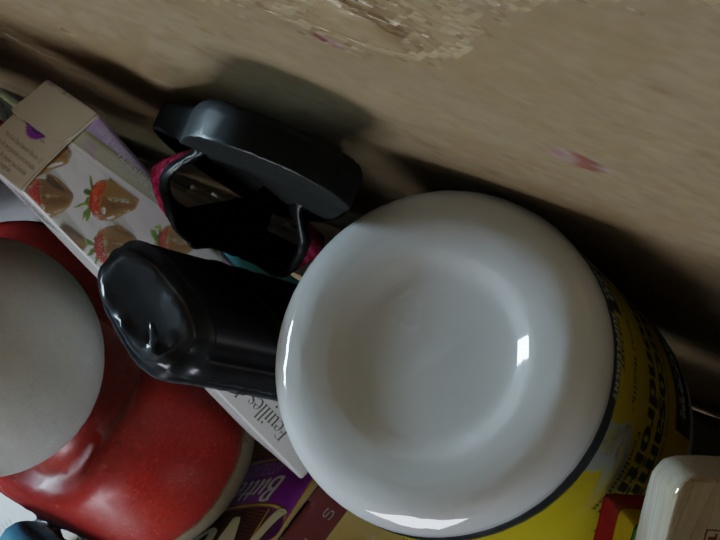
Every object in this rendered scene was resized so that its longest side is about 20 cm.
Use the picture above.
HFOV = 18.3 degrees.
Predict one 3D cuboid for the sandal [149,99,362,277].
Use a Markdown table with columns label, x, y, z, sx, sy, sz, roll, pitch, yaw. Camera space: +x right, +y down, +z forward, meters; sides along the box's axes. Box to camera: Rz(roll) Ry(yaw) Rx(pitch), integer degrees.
| label | x | y | z | sx | sy | sz | roll | pitch | yaw |
| --- | --- | --- | --- | --- | --- | --- | --- | --- | --- |
| sandal | -0.040 | -0.025 | 0.748 | 0.075 | 0.045 | 0.200 | 21 | 179 | -4 |

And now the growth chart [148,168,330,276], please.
| label | x | y | z | sx | sy | sz | roll | pitch | yaw |
| --- | --- | --- | --- | --- | --- | --- | --- | --- | --- |
| growth chart | 0.000 | 0.000 | 0.911 | 0.145 | 0.018 | 0.200 | 25 | -177 | 39 |

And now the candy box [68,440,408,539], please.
| label | x | y | z | sx | sy | sz | roll | pitch | yaw |
| --- | --- | --- | --- | --- | --- | --- | --- | --- | --- |
| candy box | -0.066 | 0.129 | 0.985 | 0.056 | 0.117 | 0.200 | 40 | 172 | -20 |

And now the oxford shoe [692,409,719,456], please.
| label | x | y | z | sx | sy | sz | roll | pitch | yaw |
| --- | --- | --- | --- | --- | --- | --- | --- | --- | --- |
| oxford shoe | 0.143 | 0.094 | 1.087 | 0.200 | 0.070 | 0.075 | 34 | -148 | 33 |

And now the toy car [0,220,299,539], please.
| label | x | y | z | sx | sy | sz | roll | pitch | yaw |
| --- | --- | --- | --- | --- | --- | --- | --- | --- | --- |
| toy car | -0.151 | 0.031 | 0.905 | 0.177 | 0.184 | 0.200 | 35 | 180 | 31 |

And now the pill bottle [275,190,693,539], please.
| label | x | y | z | sx | sy | sz | roll | pitch | yaw |
| --- | --- | --- | --- | --- | --- | --- | --- | --- | --- |
| pill bottle | 0.054 | 0.049 | 0.780 | 0.112 | 0.112 | 0.200 | 20 | 174 | 23 |

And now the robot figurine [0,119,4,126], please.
| label | x | y | z | sx | sy | sz | roll | pitch | yaw |
| --- | --- | --- | --- | --- | --- | --- | --- | --- | --- |
| robot figurine | -0.214 | -0.053 | 0.841 | 0.200 | 0.144 | 0.117 | 12 | 126 | 59 |

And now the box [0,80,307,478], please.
| label | x | y | z | sx | sy | sz | roll | pitch | yaw |
| --- | --- | --- | --- | --- | --- | --- | --- | --- | --- |
| box | -0.067 | 0.007 | 0.839 | 0.041 | 0.039 | 0.200 | 37 | 170 | 47 |

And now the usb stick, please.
| label | x | y | z | sx | sy | sz | roll | pitch | yaw |
| --- | --- | --- | --- | --- | --- | --- | --- | --- | --- |
| usb stick | -0.026 | 0.026 | 0.804 | 0.055 | 0.033 | 0.200 | 50 | -165 | 24 |

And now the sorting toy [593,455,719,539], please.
| label | x | y | z | sx | sy | sz | roll | pitch | yaw |
| --- | --- | --- | --- | --- | --- | --- | --- | --- | --- |
| sorting toy | 0.155 | 0.151 | 0.738 | 0.199 | 0.200 | 0.070 | 5 | -163 | -21 |

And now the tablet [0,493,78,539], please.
| label | x | y | z | sx | sy | sz | roll | pitch | yaw |
| --- | --- | --- | --- | --- | --- | --- | --- | --- | --- |
| tablet | -0.146 | 0.055 | 1.048 | 0.130 | 0.200 | 0.014 | 58 | -155 | 17 |

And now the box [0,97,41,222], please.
| label | x | y | z | sx | sy | sz | roll | pitch | yaw |
| --- | --- | --- | --- | --- | --- | --- | --- | --- | --- |
| box | -0.197 | -0.013 | 1.064 | 0.036 | 0.144 | 0.200 | 61 | -174 | 17 |
